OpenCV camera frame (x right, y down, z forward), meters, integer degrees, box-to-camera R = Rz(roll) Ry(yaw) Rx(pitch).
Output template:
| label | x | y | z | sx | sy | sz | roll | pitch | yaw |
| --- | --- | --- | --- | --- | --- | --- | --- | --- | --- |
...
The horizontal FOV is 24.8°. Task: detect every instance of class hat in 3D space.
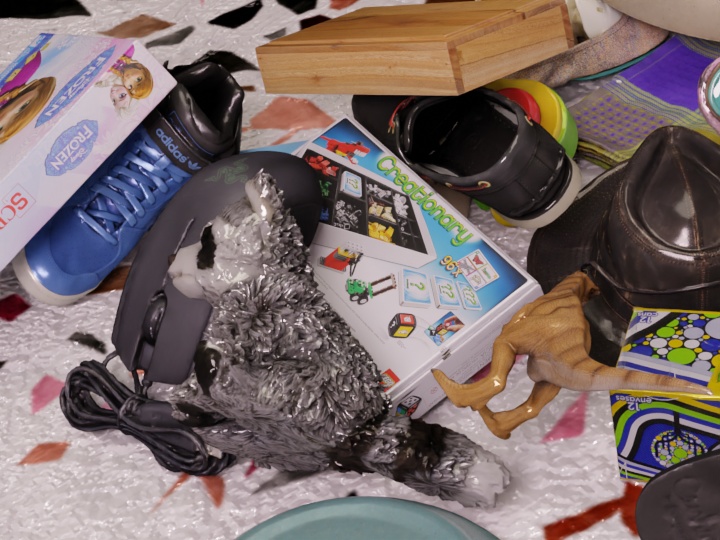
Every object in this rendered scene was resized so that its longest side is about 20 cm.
| label | x | y | z | sx | sy | sz | roll | pitch | yaw |
| --- | --- | --- | --- | --- | --- | --- | --- | --- | --- |
| hat | 0.181 | -0.028 | 0.929 | 0.200 | 0.081 | 0.201 | -8 | 41 | 7 |

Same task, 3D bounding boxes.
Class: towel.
| label | x | y | z | sx | sy | sz | roll | pitch | yaw |
| --- | --- | --- | --- | --- | --- | --- | --- | --- | --- |
| towel | 0.229 | -0.115 | 1.099 | 0.200 | 0.023 | 0.144 | -32 | 38 | -24 |

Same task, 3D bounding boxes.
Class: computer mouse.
| label | x | y | z | sx | sy | sz | roll | pitch | yaw |
| --- | --- | --- | --- | --- | --- | --- | --- | --- | --- |
| computer mouse | -0.092 | 0.009 | 0.933 | 0.138 | 0.053 | 0.200 | 17 | 72 | 38 |

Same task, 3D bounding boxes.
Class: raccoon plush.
| label | x | y | z | sx | sy | sz | roll | pitch | yaw |
| --- | --- | --- | --- | --- | --- | --- | --- | --- | --- |
| raccoon plush | -0.010 | 0.038 | 0.858 | 0.200 | 0.097 | 0.134 | 22 | 64 | -8 |

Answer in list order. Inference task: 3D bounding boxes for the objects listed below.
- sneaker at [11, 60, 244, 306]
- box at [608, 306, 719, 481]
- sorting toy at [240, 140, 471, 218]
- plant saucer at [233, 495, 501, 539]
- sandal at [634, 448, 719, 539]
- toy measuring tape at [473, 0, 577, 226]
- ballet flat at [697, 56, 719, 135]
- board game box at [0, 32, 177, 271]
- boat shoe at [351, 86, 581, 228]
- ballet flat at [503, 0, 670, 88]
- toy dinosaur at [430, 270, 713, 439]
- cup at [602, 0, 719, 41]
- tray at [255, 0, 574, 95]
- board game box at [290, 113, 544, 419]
| label | x | y | z | sx | sy | sz | roll | pitch | yaw |
| --- | --- | --- | --- | --- | --- | --- | --- | --- | --- |
| sneaker | -0.145 | -0.066 | 1.066 | 0.111 | 0.077 | 0.200 | -29 | 19 | 45 |
| box | 0.229 | 0.067 | 0.810 | 0.200 | 0.064 | 0.070 | 2 | 38 | 22 |
| sorting toy | -0.031 | -0.039 | 1.065 | 0.200 | 0.037 | 0.185 | -3 | 36 | 14 |
| plant saucer | -0.010 | 0.170 | 0.770 | 0.200 | 0.036 | 0.200 | -8 | 35 | 6 |
| sandal | 0.219 | 0.092 | 0.739 | 0.200 | 0.075 | 0.045 | -27 | -1 | 16 |
| toy measuring tape | 0.106 | -0.121 | 1.071 | 0.074 | 0.074 | 0.200 | -4 | 64 | 13 |
| ballet flat | 0.283 | -0.060 | 0.942 | 0.200 | 0.069 | 0.071 | 35 | 10 | 13 |
| board game box | -0.233 | -0.071 | 1.070 | 0.200 | 0.041 | 0.199 | -50 | 27 | -13 |
| boat shoe | 0.052 | -0.088 | 1.001 | 0.074 | 0.063 | 0.201 | -53 | 37 | -2 |
| ballet flat | 0.132 | -0.160 | 1.152 | 0.200 | 0.067 | 0.068 | -26 | 30 | -18 |
| toy dinosaur | 0.094 | 0.040 | 0.808 | 0.106 | 0.060 | 0.200 | -42 | 13 | 11 |
| cup | 0.265 | -0.259 | 1.138 | 0.200 | 0.143 | 0.200 | 4 | 29 | -2 |
| tray | 0.030 | -0.143 | 1.041 | 0.099 | 0.037 | 0.200 | -25 | 19 | -32 |
| board game box | 0.000 | 0.000 | 0.955 | 0.126 | 0.035 | 0.200 | -37 | 48 | -9 |
